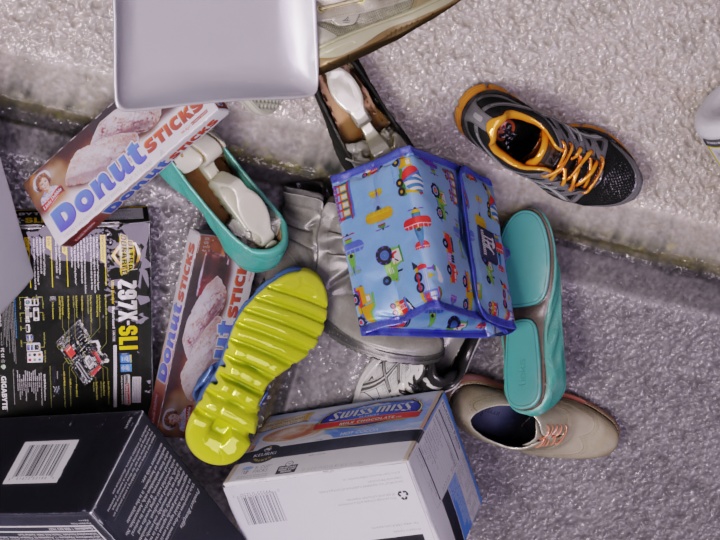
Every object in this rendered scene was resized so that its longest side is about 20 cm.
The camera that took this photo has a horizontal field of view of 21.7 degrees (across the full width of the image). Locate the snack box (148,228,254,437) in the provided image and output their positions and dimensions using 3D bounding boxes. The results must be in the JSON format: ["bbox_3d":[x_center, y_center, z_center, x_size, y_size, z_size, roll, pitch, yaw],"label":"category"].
[{"bbox_3d":[-0.150,0.061,1.786,0.072,0.024,0.201,5,103,-38],"label":"snack box"}]

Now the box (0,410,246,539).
[{"bbox_3d":[-0.247,0.238,1.736,0.199,0.124,0.199,-5,134,33],"label":"box"}]

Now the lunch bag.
[{"bbox_3d":[0.076,-0.017,1.728,0.094,0.199,0.152,-20,74,33],"label":"lunch bag"}]

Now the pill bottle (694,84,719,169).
[{"bbox_3d":[0.413,-0.093,1.796,0.112,0.112,0.200,-35,111,4],"label":"pill bottle"}]

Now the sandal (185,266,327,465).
[{"bbox_3d":[-0.102,0.080,1.747,0.079,0.087,0.201,34,96,-16],"label":"sandal"}]

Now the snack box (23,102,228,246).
[{"bbox_3d":[-0.211,-0.109,1.675,0.200,0.024,0.072,-39,74,18],"label":"snack box"}]

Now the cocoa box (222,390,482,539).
[{"bbox_3d":[-0.005,0.212,1.791,0.199,0.131,0.134,-10,113,24],"label":"cocoa box"}]

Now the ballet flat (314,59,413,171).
[{"bbox_3d":[0.000,-0.132,1.742,0.068,0.068,0.201,-33,111,3],"label":"ballet flat"}]

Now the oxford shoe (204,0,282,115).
[{"bbox_3d":[-0.128,-0.222,1.638,0.201,0.057,0.075,56,51,-28],"label":"oxford shoe"}]

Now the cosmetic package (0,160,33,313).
[{"bbox_3d":[-0.419,-0.052,1.649,0.198,0.123,0.201,-6,111,16],"label":"cosmetic package"}]

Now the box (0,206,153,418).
[{"bbox_3d":[-0.276,0.043,1.772,0.158,0.049,0.202,-3,109,-10],"label":"box"}]

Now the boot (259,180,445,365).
[{"bbox_3d":[0.000,0.000,1.755,0.199,0.068,0.131,23,109,15],"label":"boot"}]

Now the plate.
[{"bbox_3d":[-0.127,-0.240,1.574,0.198,0.032,0.202,-8,103,-32],"label":"plate"}]

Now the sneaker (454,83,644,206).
[{"bbox_3d":[0.182,-0.108,1.775,0.199,0.077,0.079,21,103,-16],"label":"sneaker"}]

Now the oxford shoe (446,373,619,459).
[{"bbox_3d":[0.176,0.160,1.862,0.199,0.074,0.071,12,107,-21],"label":"oxford shoe"}]

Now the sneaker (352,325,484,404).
[{"bbox_3d":[0.054,0.102,1.822,0.075,0.088,0.201,24,105,-17],"label":"sneaker"}]

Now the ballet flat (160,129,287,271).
[{"bbox_3d":[-0.132,-0.087,1.714,0.067,0.070,0.200,-44,100,-29],"label":"ballet flat"}]

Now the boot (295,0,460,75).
[{"bbox_3d":[0.002,-0.280,1.685,0.199,0.072,0.155,-28,91,-25],"label":"boot"}]

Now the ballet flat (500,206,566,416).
[{"bbox_3d":[0.168,0.041,1.824,0.067,0.070,0.202,-4,82,28],"label":"ballet flat"}]
